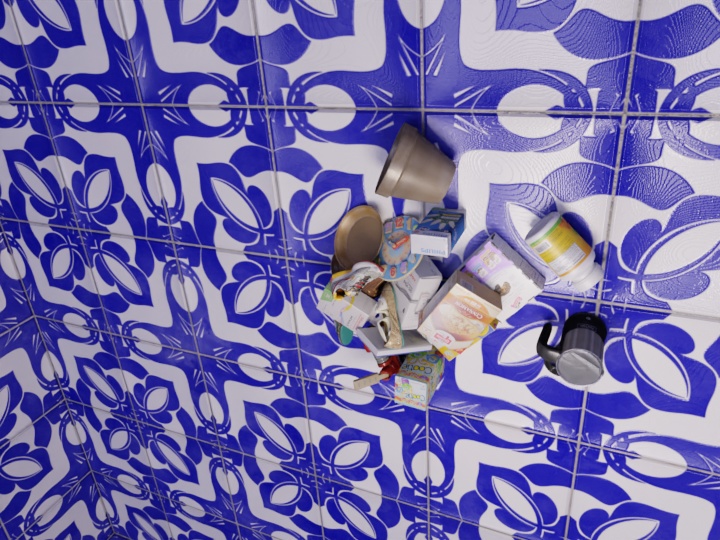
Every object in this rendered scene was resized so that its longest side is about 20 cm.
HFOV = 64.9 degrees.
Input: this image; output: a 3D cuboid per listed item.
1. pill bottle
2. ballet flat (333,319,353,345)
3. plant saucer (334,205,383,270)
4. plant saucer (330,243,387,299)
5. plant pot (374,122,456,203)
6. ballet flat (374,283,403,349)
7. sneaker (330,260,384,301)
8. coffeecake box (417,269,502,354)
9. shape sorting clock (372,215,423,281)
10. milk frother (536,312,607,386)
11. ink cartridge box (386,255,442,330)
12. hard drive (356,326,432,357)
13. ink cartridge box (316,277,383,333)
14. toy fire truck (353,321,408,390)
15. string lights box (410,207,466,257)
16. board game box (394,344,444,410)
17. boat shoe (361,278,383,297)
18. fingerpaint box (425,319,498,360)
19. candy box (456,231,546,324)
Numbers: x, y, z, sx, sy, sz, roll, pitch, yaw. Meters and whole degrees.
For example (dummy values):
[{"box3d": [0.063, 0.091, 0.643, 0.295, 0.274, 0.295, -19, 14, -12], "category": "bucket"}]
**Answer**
[{"box3d": [0.532, -0.045, 1.468, 0.200, 0.111, 0.111, 46, 126, -2], "category": "pill bottle"}, {"box3d": [-0.061, 0.158, 1.909, 0.074, 0.074, 0.202, 14, 123, 19], "category": "ballet flat"}, {"box3d": [0.003, -0.094, 1.704, 0.199, 0.035, 0.202, -13, 70, 40], "category": "plant saucer"}, {"box3d": [0.000, 0.000, 1.808, 0.198, 0.034, 0.202, 12, 121, 22], "category": "plant saucer"}, {"box3d": [0.153, -0.264, 1.513, 0.172, 0.201, 0.201, 24, 125, -6], "category": "plant pot"}, {"box3d": [0.078, 0.134, 1.672, 0.071, 0.065, 0.202, 129, 133, -61], "category": "ballet flat"}, {"box3d": [-0.007, 0.034, 1.640, 0.077, 0.083, 0.199, 27, 142, -36], "category": "sneaker"}, {"box3d": [0.276, 0.120, 1.593, 0.153, 0.073, 0.201, 29, 124, -9], "category": "coffeecake box"}, {"box3d": [0.105, -0.066, 1.646, 0.199, 0.202, 0.039, -21, 144, 34], "category": "shape sorting clock"}, {"box3d": [0.580, 0.249, 1.551, 0.179, 0.188, 0.202, -4, 114, 29], "category": "milk frother"}, {"box3d": [0.148, 0.054, 1.690, 0.147, 0.082, 0.201, 58, 141, 44], "category": "ink cartridge box"}, {"box3d": [0.104, 0.213, 1.741, 0.132, 0.198, 0.026, 43, 126, 50], "category": "hard drive"}, {"box3d": [-0.027, 0.118, 1.757, 0.199, 0.067, 0.117, 31, 140, 4], "category": "ink cartridge box"}, {"box3d": [0.052, 0.282, 1.827, 0.128, 0.200, 0.177, -18, 107, 32], "category": "toy fire truck"}, {"box3d": [0.215, -0.106, 1.540, 0.102, 0.200, 0.060, 8, 119, 22], "category": "string lights box"}, {"box3d": [0.189, 0.327, 1.782, 0.104, 0.200, 0.104, 11, 120, 21], "category": "board game box"}, {"box3d": [0.034, 0.045, 1.755, 0.068, 0.072, 0.200, 46, 133, -10], "category": "boat shoe"}, {"box3d": [0.290, 0.153, 1.717, 0.167, 0.073, 0.200, 46, 127, 0], "category": "fingerpaint box"}, {"box3d": [0.390, 0.023, 1.600, 0.200, 0.072, 0.168, 43, 126, 1], "category": "candy box"}]
